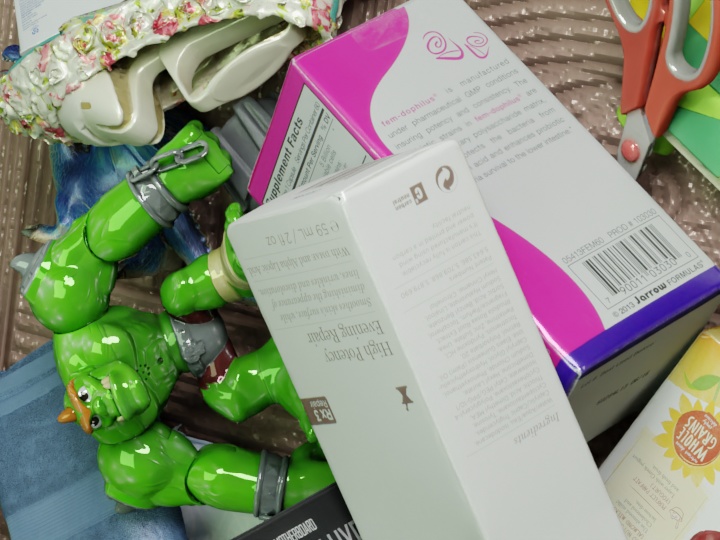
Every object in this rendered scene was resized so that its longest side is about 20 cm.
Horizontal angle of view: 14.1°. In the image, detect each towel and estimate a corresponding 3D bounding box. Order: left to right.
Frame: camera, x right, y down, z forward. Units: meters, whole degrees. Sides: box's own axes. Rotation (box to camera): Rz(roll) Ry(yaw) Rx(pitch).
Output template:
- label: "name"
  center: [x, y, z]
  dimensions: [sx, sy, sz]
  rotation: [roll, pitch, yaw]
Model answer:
- label: "towel"
  center: [-0.132, 0.132, 1.492]
  dimensions: [0.111, 0.048, 0.201]
  rotation: [-26, 71, 41]

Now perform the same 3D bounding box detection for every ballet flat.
- label: "ballet flat"
  center: [-0.092, -0.097, 1.368]
  dimensions: [0.199, 0.076, 0.064]
  rotation: [-27, 56, 26]

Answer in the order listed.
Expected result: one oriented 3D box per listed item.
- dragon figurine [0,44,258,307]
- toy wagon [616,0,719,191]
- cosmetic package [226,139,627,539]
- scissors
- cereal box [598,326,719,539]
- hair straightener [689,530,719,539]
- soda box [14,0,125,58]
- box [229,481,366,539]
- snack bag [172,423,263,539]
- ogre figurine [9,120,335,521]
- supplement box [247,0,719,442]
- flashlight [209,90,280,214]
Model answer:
- label: "dragon figurine"
  center: [-0.110, -0.051, 1.473]
  dimensions: [0.199, 0.059, 0.100]
  rotation: [24, 106, 29]
- label: "toy wagon"
  center: [0.207, -0.080, 1.286]
  dimensions: [0.200, 0.040, 0.155]
  rotation: [46, 116, 20]
- label: "cosmetic package"
  center: [0.029, 0.052, 1.259]
  dimensions: [0.102, 0.074, 0.201]
  rotation: [-14, 101, 58]
- label: "scissors"
  center: [0.129, -0.061, 1.306]
  dimensions: [0.073, 0.014, 0.201]
  rotation: [28, 128, 36]
- label: "cereal box"
  center: [0.158, 0.145, 1.334]
  dimensions: [0.144, 0.039, 0.200]
  rotation: [44, 115, 20]
- label: "hair straightener"
  center: [0.234, 0.169, 1.263]
  dimensions: [0.199, 0.041, 0.077]
  rotation: [10, 110, 6]
- label: "soda box"
  center: [-0.069, -0.154, 1.406]
  dimensions: [0.199, 0.068, 0.064]
  rotation: [-23, 57, 20]
- label: "box"
  center: [-0.064, 0.159, 1.325]
  dimensions: [0.158, 0.200, 0.050]
  rotation: [-37, 82, 37]
- label: "snack bag"
  center: [-0.037, 0.190, 1.470]
  dimensions: [0.188, 0.021, 0.201]
  rotation: [10, 99, 31]
- label: "ogre figurine"
  center: [-0.089, 0.042, 1.413]
  dimensions: [0.119, 0.098, 0.200]
  rotation: [-19, 125, 8]
- label: "supplement box"
  center: [0.054, -0.018, 1.332]
  dimensions: [0.200, 0.101, 0.104]
  rotation: [49, 145, 19]
- label: "flashlight"
  center: [0.000, 0.000, 1.404]
  dimensions: [0.068, 0.068, 0.200]
  rotation: [-46, 71, 27]
